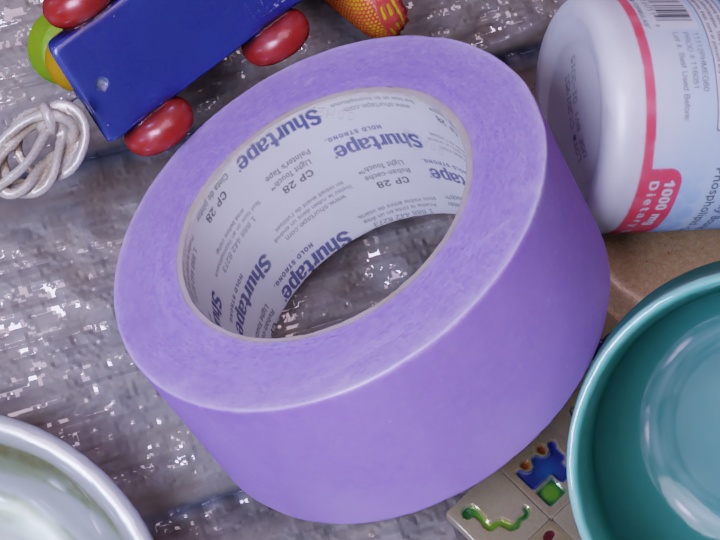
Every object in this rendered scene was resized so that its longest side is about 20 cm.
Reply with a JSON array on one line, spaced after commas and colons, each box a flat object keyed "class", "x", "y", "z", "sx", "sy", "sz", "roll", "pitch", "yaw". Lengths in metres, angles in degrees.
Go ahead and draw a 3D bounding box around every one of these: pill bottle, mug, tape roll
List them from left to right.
[{"class": "tape roll", "x": 0.000, "y": 0.000, "z": 0.713, "sx": 0.198, "sy": 0.085, "sz": 0.201, "roll": -16, "pitch": 46, "yaw": 17}, {"class": "pill bottle", "x": 0.189, "y": -0.075, "z": 0.780, "sx": 0.198, "sy": 0.109, "sz": 0.110, "roll": -3, "pitch": 71, "yaw": -14}, {"class": "mug", "x": 0.177, "y": 0.073, "z": 0.668, "sx": 0.183, "sy": 0.114, "sz": 0.154, "roll": 10, "pitch": 95, "yaw": 10}]

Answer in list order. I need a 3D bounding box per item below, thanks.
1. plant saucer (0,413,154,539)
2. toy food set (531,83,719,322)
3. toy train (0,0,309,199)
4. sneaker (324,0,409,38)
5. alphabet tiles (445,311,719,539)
[{"class": "plant saucer", "x": -0.177, "y": 0.159, "z": 0.693, "sx": 0.198, "sy": 0.050, "sz": 0.202, "roll": 5, "pitch": 69, "yaw": -12}, {"class": "toy food set", "x": 0.170, "y": -0.045, "z": 0.850, "sx": 0.198, "sy": 0.049, "sz": 0.200, "roll": -18, "pitch": 75, "yaw": -18}, {"class": "toy train", "x": -0.127, "y": -0.097, "z": 0.769, "sx": 0.200, "sy": 0.115, "sz": 0.085, "roll": -39, "pitch": 116, "yaw": -16}, {"class": "sneaker", "x": -0.053, "y": -0.184, "z": 0.848, "sx": 0.077, "sy": 0.073, "sz": 0.200, "roll": -43, "pitch": 80, "yaw": -1}, {"class": "alphabet tiles", "x": 0.140, "y": 0.103, "z": 0.737, "sx": 0.166, "sy": 0.006, "sz": 0.200, "roll": -38, "pitch": 71, "yaw": -27}]
